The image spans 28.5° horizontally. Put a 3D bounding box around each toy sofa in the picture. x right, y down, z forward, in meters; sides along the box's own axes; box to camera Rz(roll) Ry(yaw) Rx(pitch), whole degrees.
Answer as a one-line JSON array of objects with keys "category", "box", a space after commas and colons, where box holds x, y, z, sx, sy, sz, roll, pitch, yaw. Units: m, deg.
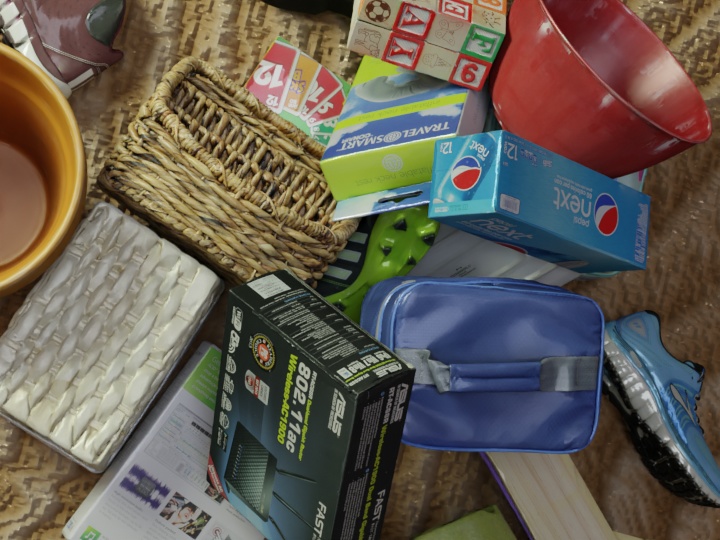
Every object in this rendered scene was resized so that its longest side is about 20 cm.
[{"category": "toy sofa", "box": [0.158, 0.183, 1.244, 0.098, 0.083, 0.200, -31, 92, -14]}]

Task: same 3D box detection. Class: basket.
[{"category": "basket", "box": [-0.096, -0.076, 1.160, 0.200, 0.143, 0.149, 37, 83, -7]}, {"category": "basket", "box": [-0.214, 0.055, 1.165, 0.135, 0.123, 0.200, 33, 81, -6]}]

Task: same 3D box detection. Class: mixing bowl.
[{"category": "mixing bowl", "box": [0.179, -0.145, 1.159, 0.200, 0.200, 0.108, 41, 120, -5]}]

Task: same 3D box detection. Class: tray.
[{"category": "tray", "box": [0.090, 0.002, 1.224, 0.200, 0.022, 0.107, -32, 93, 22]}]

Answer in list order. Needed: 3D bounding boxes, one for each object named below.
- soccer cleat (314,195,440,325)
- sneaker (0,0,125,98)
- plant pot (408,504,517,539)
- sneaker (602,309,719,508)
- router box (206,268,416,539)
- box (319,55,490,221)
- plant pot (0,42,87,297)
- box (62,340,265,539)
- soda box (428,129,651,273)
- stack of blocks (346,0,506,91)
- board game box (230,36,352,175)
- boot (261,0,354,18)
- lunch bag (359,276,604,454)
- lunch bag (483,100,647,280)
[{"category": "soccer cleat", "box": [0.000, 0.000, 1.217, 0.067, 0.081, 0.200, 30, 120, -22]}, {"category": "sneaker", "box": [-0.269, -0.250, 1.210, 0.115, 0.076, 0.200, -30, 102, -16]}, {"category": "plant pot", "box": [0.089, 0.303, 1.184, 0.200, 0.200, 0.184, -21, 78, -11]}, {"category": "sneaker", "box": [0.287, 0.123, 1.276, 0.090, 0.078, 0.200, -32, 92, -14]}, {"category": "router box", "box": [-0.043, 0.122, 1.088, 0.062, 0.150, 0.200, -21, 134, -39]}, {"category": "box", "box": [0.042, -0.125, 1.176, 0.122, 0.200, 0.048, -11, 124, 22]}, {"category": "plant pot", "box": [-0.312, -0.067, 1.121, 0.200, 0.183, 0.200, 1, 84, -6]}, {"category": "box", "box": [-0.134, 0.181, 1.202, 0.144, 0.036, 0.200, 40, 81, -19]}, {"category": "soda box", "box": [0.143, -0.049, 1.103, 0.200, 0.068, 0.064, 18, 74, -44]}, {"category": "stack of blocks", "box": [0.059, -0.243, 1.185, 0.115, 0.059, 0.200, 17, 40, -7]}, {"category": "board game box", "box": [-0.088, -0.098, 1.250, 0.095, 0.030, 0.200, 34, 84, -7]}, {"category": "boot", "box": [0.010, -0.260, 1.260, 0.200, 0.074, 0.076, 14, 71, -8]}, {"category": "lunch bag", "box": [0.088, 0.072, 1.120, 0.200, 0.132, 0.136, 2, 89, -15]}, {"category": "lunch bag", "box": [0.171, -0.097, 1.270, 0.160, 0.077, 0.200, 10, 84, -6]}]
